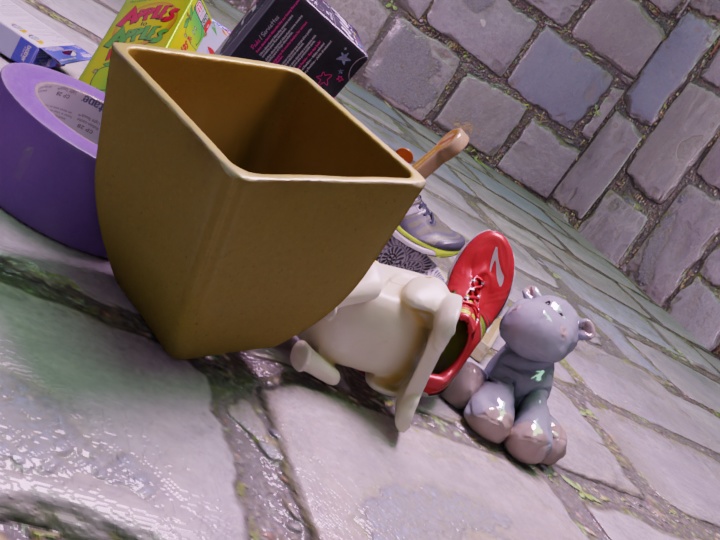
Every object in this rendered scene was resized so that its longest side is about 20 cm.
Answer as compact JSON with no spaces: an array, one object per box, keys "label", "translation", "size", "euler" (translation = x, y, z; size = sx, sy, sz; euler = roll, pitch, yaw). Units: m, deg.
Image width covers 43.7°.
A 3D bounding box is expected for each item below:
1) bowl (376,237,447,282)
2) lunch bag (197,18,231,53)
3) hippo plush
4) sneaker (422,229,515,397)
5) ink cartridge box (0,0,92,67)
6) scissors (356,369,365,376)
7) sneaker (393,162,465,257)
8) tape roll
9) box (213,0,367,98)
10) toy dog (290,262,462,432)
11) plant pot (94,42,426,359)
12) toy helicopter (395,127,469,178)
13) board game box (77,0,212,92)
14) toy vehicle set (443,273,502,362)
[{"label":"bowl","translation":[0.000,0.000,1.069],"size":[0.200,0.095,0.201],"euler":[32,16,-11]},{"label":"lunch bag","translation":[-0.180,-0.213,1.131],"size":[0.160,0.075,0.202],"euler":[31,46,-36]},{"label":"hippo plush","translation":[0.207,0.117,1.037],"size":[0.159,0.162,0.199],"euler":[42,17,25]},{"label":"sneaker","translation":[0.115,0.047,0.967],"size":[0.076,0.202,0.085],"euler":[26,-9,3]},{"label":"ink cartridge box","translation":[-0.447,-0.308,1.137],"size":[0.199,0.042,0.119],"euler":[32,15,-5]},{"label":"scissors","translation":[-0.037,0.066,0.945],"size":[0.199,0.014,0.073],"euler":[33,17,-16]},{"label":"sneaker","translation":[0.053,-0.086,1.108],"size":[0.199,0.081,0.074],"euler":[32,15,-15]},{"label":"tape roll","translation":[-0.260,-0.103,0.842],"size":[0.199,0.085,0.200],"euler":[33,15,-10]},{"label":"box","translation":[-0.103,-0.207,0.968],"size":[0.114,0.200,0.132],"euler":[38,16,-22]},{"label":"toy dog","translation":[-0.011,0.026,0.870],"size":[0.198,0.140,0.195],"euler":[23,34,-1]},{"label":"plant pot","translation":[-0.105,-0.042,0.740],"size":[0.194,0.201,0.194],"euler":[-5,40,-44]},{"label":"toy helicopter","translation":[0.063,-0.121,1.203],"size":[0.079,0.199,0.133],"euler":[47,15,-17]},{"label":"board game box","translation":[-0.254,-0.240,1.036],"size":[0.048,0.100,0.202],"euler":[65,32,-47]},{"label":"toy vehicle set","translation":[0.146,0.065,1.317],"size":[0.124,0.027,0.200],"euler":[38,15,8]}]
